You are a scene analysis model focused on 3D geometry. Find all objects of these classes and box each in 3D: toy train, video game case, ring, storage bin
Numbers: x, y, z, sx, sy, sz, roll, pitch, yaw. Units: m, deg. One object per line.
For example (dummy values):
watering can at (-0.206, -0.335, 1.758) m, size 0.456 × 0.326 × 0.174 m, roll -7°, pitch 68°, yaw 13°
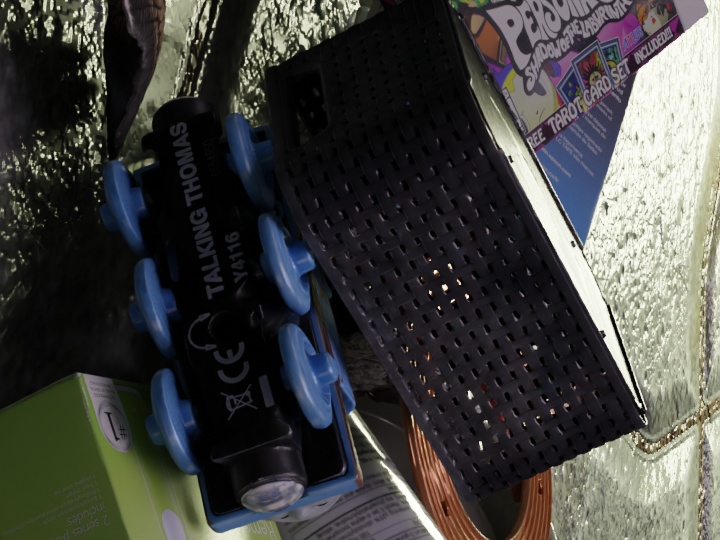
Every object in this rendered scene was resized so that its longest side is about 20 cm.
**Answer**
toy train at (-0.051, 0.021, 0.946) m, size 0.114 × 0.086 × 0.201 m, roll 55°, pitch 17°, yaw -61°
video game case at (0.084, -0.169, 1.101) m, size 0.200 × 0.036 × 0.182 m, roll -38°, pitch 108°, yaw -40°
ring at (0.058, 0.081, 1.150) m, size 0.200 × 0.019 × 0.201 m, roll -11°, pitch 90°, yaw -67°
storage bin at (0.044, -0.012, 0.987) m, size 0.200 × 0.094 × 0.135 m, roll 60°, pitch 11°, yaw -31°

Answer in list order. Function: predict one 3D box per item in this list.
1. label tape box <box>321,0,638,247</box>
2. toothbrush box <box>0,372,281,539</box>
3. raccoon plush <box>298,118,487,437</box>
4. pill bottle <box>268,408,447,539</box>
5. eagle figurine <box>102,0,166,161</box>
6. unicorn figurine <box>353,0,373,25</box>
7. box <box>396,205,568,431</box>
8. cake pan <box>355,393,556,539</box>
label tape box at (0.074, -0.112, 1.164) m, size 0.143 × 0.066 × 0.200 m, roll 40°, pitch 48°, yaw -25°
toothbrush box at (-0.089, 0.156, 0.930) m, size 0.146 × 0.086 × 0.201 m, roll 20°, pitch 48°, yaw -64°
raccoon plush at (0.000, 0.000, 1.182) m, size 0.200 × 0.096 × 0.134 m, roll 42°, pitch 50°, yaw -53°
pill bottle at (-0.012, 0.151, 1.040) m, size 0.200 × 0.113 × 0.113 m, roll 54°, pitch 15°, yaw 20°
eagle figurine at (-0.092, -0.155, 0.937) m, size 0.200 × 0.151 × 0.151 m, roll 52°, pitch 27°, yaw -49°
unicorn figurine at (0.042, -0.130, 1.308) m, size 0.200 × 0.074 × 0.138 m, roll -38°, pitch 138°, yaw -41°
box at (0.056, 0.048, 1.315) m, size 0.200 × 0.095 × 0.100 m, roll 70°, pitch 33°, yaw -41°
cake pan at (0.023, 0.138, 1.193) m, size 0.200 × 0.037 × 0.201 m, roll 26°, pitch 39°, yaw -23°
